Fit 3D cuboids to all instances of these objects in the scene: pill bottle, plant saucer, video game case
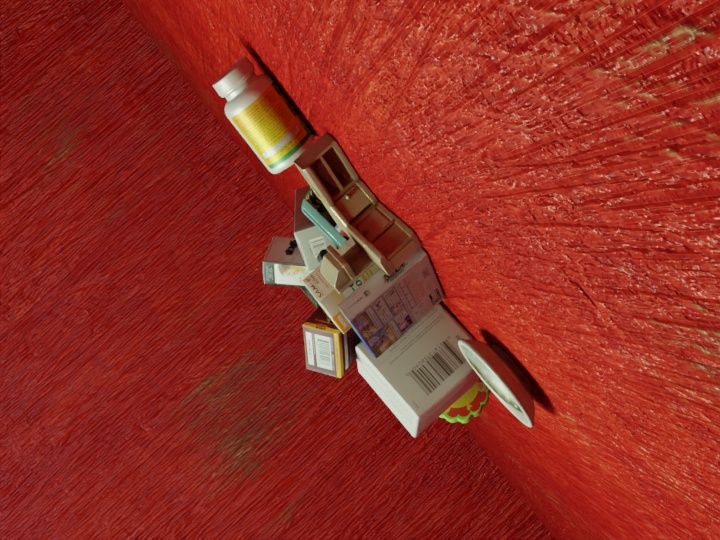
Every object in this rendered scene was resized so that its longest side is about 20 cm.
[{"bbox_3d":[-0.184,-0.293,1.619,0.201,0.112,0.113,51,175,-19],"label":"pill bottle"},{"bbox_3d":[-0.050,-0.067,1.761,0.200,0.019,0.070,45,173,2],"label":"plant saucer"},{"bbox_3d":[0.061,0.057,1.579,0.045,0.181,0.201,46,174,28],"label":"video game case"},{"bbox_3d":[0.257,0.190,1.556,0.201,0.050,0.200,50,175,6],"label":"plant saucer"}]

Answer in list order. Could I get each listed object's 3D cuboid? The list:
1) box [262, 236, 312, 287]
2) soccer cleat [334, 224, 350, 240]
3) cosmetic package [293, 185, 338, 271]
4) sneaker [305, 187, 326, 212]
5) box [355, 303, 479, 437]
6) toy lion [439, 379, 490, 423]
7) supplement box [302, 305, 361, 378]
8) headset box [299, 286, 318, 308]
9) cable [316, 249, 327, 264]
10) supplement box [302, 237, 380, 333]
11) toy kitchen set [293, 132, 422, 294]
[{"bbox_3d":[-0.115,-0.017,1.951,0.117,0.195,0.061,-78,-9,-57],"label":"box"},{"bbox_3d":[-0.014,-0.077,1.902,0.067,0.076,0.200,47,174,19],"label":"soccer cleat"},{"bbox_3d":[-0.095,-0.104,1.915,0.201,0.088,0.108,-99,-10,-59],"label":"cosmetic package"},{"bbox_3d":[-0.072,-0.158,1.771,0.075,0.084,0.200,48,175,6],"label":"sneaker"},{"bbox_3d":[0.123,0.192,1.784,0.200,0.198,0.172,46,165,20],"label":"box"},{"bbox_3d":[0.186,0.256,1.929,0.069,0.196,0.195,61,-174,-63],"label":"toy lion"},{"bbox_3d":[-0.036,0.114,1.794,0.084,0.200,0.113,11,124,22],"label":"supplement box"},{"bbox_3d":[-0.039,-0.001,2.053,0.174,0.198,0.094,46,158,29],"label":"headset box"},{"bbox_3d":[0.000,0.000,1.817,0.051,0.196,0.099,-55,46,48],"label":"cable"},{"bbox_3d":[0.001,0.008,1.657,0.074,0.199,0.126,45,175,40],"label":"supplement box"},{"bbox_3d":[-0.035,-0.087,1.491,0.200,0.163,0.181,44,173,48],"label":"toy kitchen set"}]
